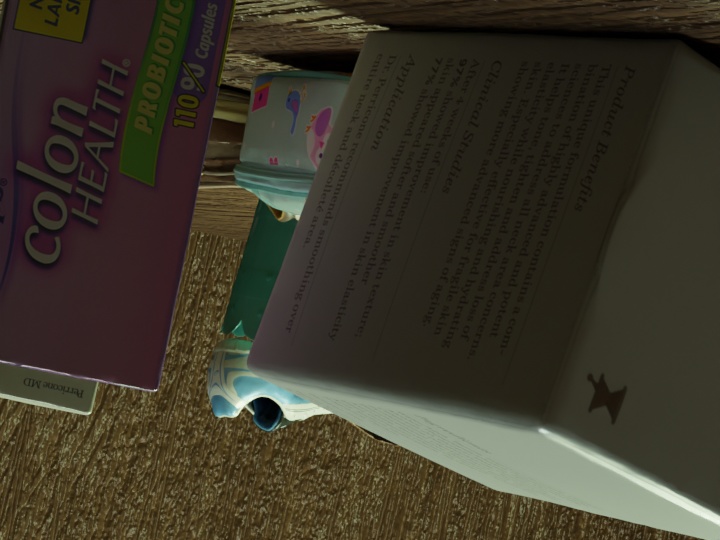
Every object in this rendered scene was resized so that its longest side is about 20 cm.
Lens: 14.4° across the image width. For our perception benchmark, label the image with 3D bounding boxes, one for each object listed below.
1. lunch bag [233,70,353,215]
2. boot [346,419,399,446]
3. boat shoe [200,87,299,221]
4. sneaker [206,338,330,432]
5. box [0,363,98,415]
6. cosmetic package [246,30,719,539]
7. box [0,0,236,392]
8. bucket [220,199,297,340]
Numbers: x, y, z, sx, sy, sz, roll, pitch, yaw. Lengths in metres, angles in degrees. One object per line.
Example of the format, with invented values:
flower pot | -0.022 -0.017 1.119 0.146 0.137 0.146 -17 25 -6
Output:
lunch bag | 0.044 -0.051 1.461 0.200 0.077 0.160 12 177 -27
boot | 0.000 0.000 1.630 0.077 0.156 0.200 8 158 28
boat shoe | -0.037 -0.061 1.709 0.200 0.068 0.072 12 177 -25
sneaker | -0.055 0.103 2.406 0.072 0.073 0.200 8 177 43
box | -0.171 -0.023 1.617 0.082 0.201 0.068 11 177 -11
cosmetic package | 0.092 0.006 1.210 0.166 0.168 0.200 28 169 -37
box | -0.122 -0.041 1.274 0.096 0.176 0.200 11 177 -5
bucket | -0.007 0.007 2.380 0.207 0.135 0.207 12 178 0
